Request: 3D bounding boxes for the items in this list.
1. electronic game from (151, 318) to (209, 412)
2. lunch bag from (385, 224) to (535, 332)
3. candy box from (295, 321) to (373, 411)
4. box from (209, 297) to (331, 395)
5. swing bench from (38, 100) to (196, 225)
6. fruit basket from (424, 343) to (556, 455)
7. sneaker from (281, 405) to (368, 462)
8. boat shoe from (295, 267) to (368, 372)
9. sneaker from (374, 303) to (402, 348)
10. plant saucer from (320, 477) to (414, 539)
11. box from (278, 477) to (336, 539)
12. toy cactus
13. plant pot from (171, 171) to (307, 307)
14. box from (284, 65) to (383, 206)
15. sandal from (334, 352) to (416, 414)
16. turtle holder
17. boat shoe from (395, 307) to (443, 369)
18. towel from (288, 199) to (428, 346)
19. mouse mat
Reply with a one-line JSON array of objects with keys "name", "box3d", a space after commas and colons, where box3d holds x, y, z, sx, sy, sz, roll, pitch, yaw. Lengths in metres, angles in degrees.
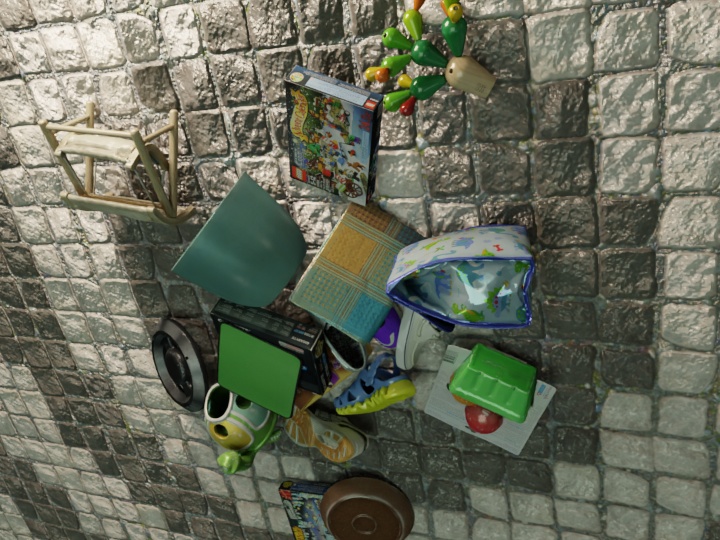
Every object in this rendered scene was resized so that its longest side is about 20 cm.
[{"name": "electronic game", "box3d": [-0.368, 0.194, 1.394, 0.200, 0.042, 0.201, 22, 121, 42]}, {"name": "lunch bag", "box3d": [0.142, 0.007, 0.982, 0.199, 0.170, 0.128, 3, 107, 9]}, {"name": "candy box", "box3d": [-0.084, 0.168, 1.277, 0.117, 0.056, 0.200, 45, 127, -4]}, {"name": "box", "box3d": [-0.153, 0.132, 1.195, 0.200, 0.046, 0.159, 18, 145, 17]}, {"name": "swing bench", "box3d": [-0.415, -0.174, 1.187, 0.198, 0.130, 0.200, 9, 121, 19]}, {"name": "fruit basket", "box3d": [0.215, 0.219, 1.166, 0.185, 0.094, 0.200, 22, 140, 12]}, {"name": "sneaker", "box3d": [-0.070, 0.313, 1.344, 0.200, 0.088, 0.076, 25, 107, 37]}, {"name": "boat shoe", "box3d": [-0.043, 0.083, 1.162, 0.070, 0.072, 0.201, -30, 93, -8]}, {"name": "sneaker", "box3d": [0.003, 0.059, 1.146, 0.069, 0.100, 0.200, -16, 109, 33]}, {"name": "plant saucer", "box3d": [0.011, 0.517, 1.418, 0.200, 0.035, 0.201, 3, 116, 7]}, {"name": "box", "box3d": [-0.092, 0.552, 1.508, 0.137, 0.040, 0.200, -1, 117, 26]}, {"name": "toy cactus", "box3d": [0.105, -0.285, 0.920, 0.165, 0.102, 0.200, 26, 117, -3]}, {"name": "plant pot", "box3d": [-0.186, -0.034, 1.128, 0.161, 0.201, 0.201, 37, 127, -13]}, {"name": "box", "box3d": [-0.041, -0.194, 1.017, 0.136, 0.038, 0.200, 21, 147, 12]}, {"name": "sandal", "box3d": [0.021, 0.211, 1.253, 0.200, 0.079, 0.087, -32, 64, 42]}, {"name": "turtle holder", "box3d": [-0.245, 0.293, 1.335, 0.141, 0.186, 0.132, 13, 161, 36]}, {"name": "boat shoe", "box3d": [0.109, 0.088, 1.138, 0.070, 0.071, 0.200, 19, 117, 17]}, {"name": "towel", "box3d": [0.000, 0.000, 1.084, 0.146, 0.022, 0.200, 31, 82, 1]}, {"name": "mouse mat", "box3d": [-0.182, 0.179, 1.205, 0.161, 0.008, 0.200, 24, 136, 9]}]
